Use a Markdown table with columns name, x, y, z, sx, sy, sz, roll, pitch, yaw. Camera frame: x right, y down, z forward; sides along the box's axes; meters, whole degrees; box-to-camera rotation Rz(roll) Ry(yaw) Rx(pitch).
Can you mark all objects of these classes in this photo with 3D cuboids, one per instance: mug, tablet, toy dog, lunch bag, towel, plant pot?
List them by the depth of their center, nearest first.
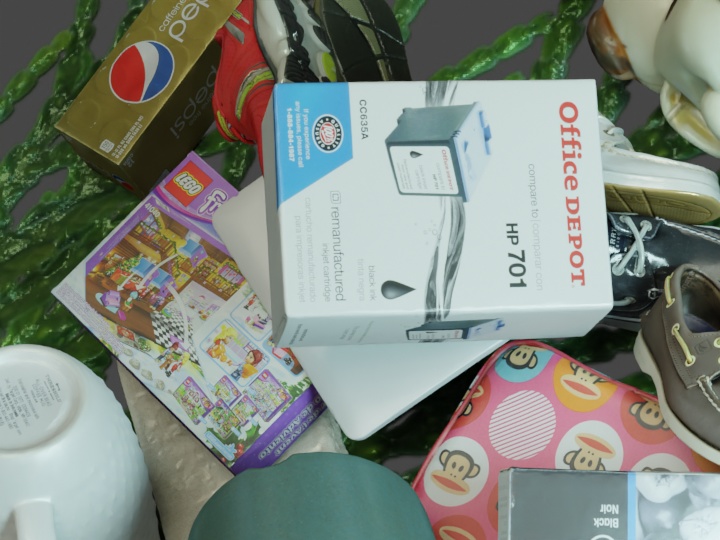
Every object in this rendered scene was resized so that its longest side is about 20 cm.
| name | x | y | z | sx | sy | sz | roll | pitch | yaw |
| --- | --- | --- | --- | --- | --- | --- | --- | --- | --- |
| plant pot | -0.019 | 0.221 | 1.409 | 0.199 | 0.201 | 0.197 | -22 | 38 | 9 |
| lunch bag | 0.130 | 0.152 | 1.503 | 0.199 | 0.082 | 0.177 | 26 | 76 | 28 |
| mug | -0.198 | 0.155 | 1.539 | 0.146 | 0.176 | 0.201 | -9 | 48 | -7 |
| toy dog | 0.222 | -0.144 | 1.568 | 0.140 | 0.193 | 0.200 | -58 | 26 | 2 |
| tablet | 0.000 | 0.000 | 1.587 | 0.130 | 0.014 | 0.201 | -34 | 59 | 0 |
| towel | -0.078 | 0.111 | 1.631 | 0.132 | 0.035 | 0.201 | -23 | 58 | 7 |

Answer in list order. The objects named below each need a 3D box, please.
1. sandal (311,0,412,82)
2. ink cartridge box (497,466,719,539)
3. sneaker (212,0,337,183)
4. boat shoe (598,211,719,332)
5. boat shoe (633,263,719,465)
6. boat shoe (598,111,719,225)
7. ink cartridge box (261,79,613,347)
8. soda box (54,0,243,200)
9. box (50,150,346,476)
| name | x | y | z | sx | sy | sz | roll | pitch | yaw |
| --- | --- | --- | --- | --- | --- | --- | --- | --- | --- |
| sandal | 0.004 | -0.097 | 1.691 | 0.057 | 0.079 | 0.203 | -37 | 54 | 50 |
| ink cartridge box | 0.175 | 0.213 | 1.408 | 0.196 | 0.043 | 0.202 | 1 | 85 | -1 |
| sneaker | -0.056 | -0.103 | 1.628 | 0.085 | 0.077 | 0.201 | -37 | 38 | 25 |
| boat shoe | 0.164 | -0.006 | 1.578 | 0.198 | 0.068 | 0.072 | 4 | 66 | 22 |
| boat shoe | 0.212 | 0.058 | 1.460 | 0.200 | 0.071 | 0.060 | -111 | 36 | -67 |
| boat shoe | 0.144 | -0.075 | 1.618 | 0.199 | 0.071 | 0.070 | 9 | 70 | 25 |
| ink cartridge box | 0.044 | -0.035 | 1.504 | 0.198 | 0.086 | 0.148 | -2 | 77 | -7 |
| soda box | -0.123 | -0.152 | 1.762 | 0.067 | 0.064 | 0.201 | 30 | 77 | 30 |
| box | -0.092 | 0.030 | 1.636 | 0.137 | 0.039 | 0.200 | -45 | 58 | -6 |
